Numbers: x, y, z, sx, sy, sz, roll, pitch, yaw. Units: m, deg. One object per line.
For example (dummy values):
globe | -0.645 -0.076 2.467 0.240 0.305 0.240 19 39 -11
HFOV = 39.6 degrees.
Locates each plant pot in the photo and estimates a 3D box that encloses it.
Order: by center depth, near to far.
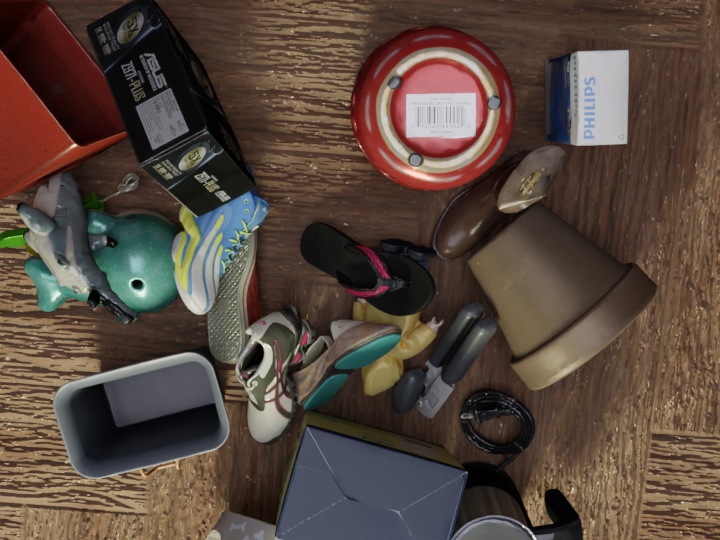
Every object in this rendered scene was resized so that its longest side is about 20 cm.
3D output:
plant pot | 0.086 -0.193 1.184 0.200 0.183 0.201 0 96 0
plant pot | -0.416 -0.186 1.188 0.176 0.200 0.200 -37 97 16
plant pot | 0.228 0.017 1.215 0.200 0.200 0.175 -40 87 6

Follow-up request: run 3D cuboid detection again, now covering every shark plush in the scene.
shark plush | -0.325 -0.026 1.168 0.083 0.091 0.200 -32 66 -23

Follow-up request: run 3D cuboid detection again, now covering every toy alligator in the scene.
toy alligator | -0.361 -0.062 1.272 0.199 0.059 0.054 -24 141 1

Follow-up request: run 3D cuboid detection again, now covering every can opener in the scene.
can opener | 0.098 0.120 1.246 0.053 0.067 0.200 54 140 25

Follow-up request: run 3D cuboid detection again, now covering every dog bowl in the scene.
dog bowl | -0.101 0.359 1.266 0.199 0.200 0.059 19 73 -3

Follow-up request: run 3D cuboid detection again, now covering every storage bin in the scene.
storage bin | -0.258 0.173 1.263 0.199 0.134 0.146 -14 98 3

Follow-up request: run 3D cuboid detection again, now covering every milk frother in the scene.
milk frother | 0.163 0.276 1.249 0.180 0.188 0.200 -27 97 3

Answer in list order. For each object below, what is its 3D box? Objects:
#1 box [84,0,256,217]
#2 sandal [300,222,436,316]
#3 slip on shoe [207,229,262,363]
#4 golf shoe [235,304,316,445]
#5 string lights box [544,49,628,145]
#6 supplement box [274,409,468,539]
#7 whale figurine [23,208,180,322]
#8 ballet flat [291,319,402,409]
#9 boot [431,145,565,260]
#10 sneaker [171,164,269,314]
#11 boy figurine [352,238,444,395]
box | -0.216 -0.187 1.157 0.086 0.164 0.200 -27 68 4
sandal | 0.000 0.000 1.237 0.200 0.045 0.075 26 103 25
slip on shoe | -0.159 0.018 1.280 0.074 0.061 0.201 -2 86 22
golf shoe | -0.124 0.136 1.261 0.077 0.088 0.201 34 122 38
string lights box | 0.259 -0.200 1.171 0.059 0.200 0.103 -1 99 0
supplement box | 0.008 0.269 1.233 0.199 0.200 0.135 16 87 -2
whale figurine | -0.311 0.004 1.236 0.199 0.104 0.160 -13 118 -6
ballet flat | -0.027 0.102 1.253 0.200 0.068 0.067 -42 59 35
boot | 0.160 -0.076 1.189 0.064 0.200 0.186 41 96 -5
sneaker | -0.168 -0.048 1.220 0.105 0.076 0.201 -7 72 18
boy figurine | 0.047 0.065 1.275 0.124 0.064 0.201 14 101 24
